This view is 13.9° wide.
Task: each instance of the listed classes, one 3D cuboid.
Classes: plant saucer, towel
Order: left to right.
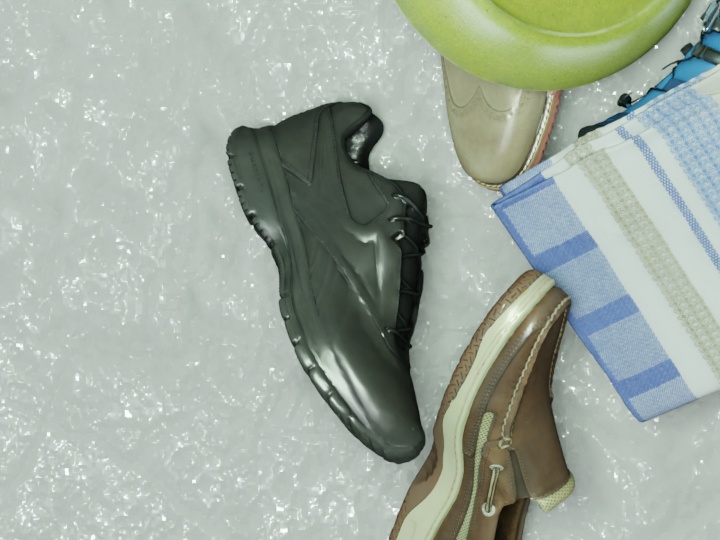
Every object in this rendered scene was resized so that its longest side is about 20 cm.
[{"bbox_3d":[0.097,-0.187,1.423,0.199,0.031,0.201,-3,97,-24],"label":"plant saucer"},{"bbox_3d":[0.172,-0.020,1.414,0.200,0.024,0.147,-29,98,37],"label":"towel"}]

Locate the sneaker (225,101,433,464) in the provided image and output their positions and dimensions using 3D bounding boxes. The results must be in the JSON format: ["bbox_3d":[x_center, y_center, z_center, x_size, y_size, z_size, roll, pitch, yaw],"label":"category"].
[{"bbox_3d":[0.000,0.000,1.490,0.090,0.076,0.201,-23,71,6],"label":"sneaker"}]

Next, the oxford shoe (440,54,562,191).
[{"bbox_3d":[0.055,-0.138,1.468,0.070,0.075,0.201,1,96,37],"label":"oxford shoe"}]

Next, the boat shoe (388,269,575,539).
[{"bbox_3d":[0.079,0.088,1.488,0.075,0.075,0.203,31,134,13],"label":"boat shoe"}]

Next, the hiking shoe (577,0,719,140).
[{"bbox_3d":[0.193,-0.109,1.460,0.199,0.074,0.087,-24,84,6],"label":"hiking shoe"}]
